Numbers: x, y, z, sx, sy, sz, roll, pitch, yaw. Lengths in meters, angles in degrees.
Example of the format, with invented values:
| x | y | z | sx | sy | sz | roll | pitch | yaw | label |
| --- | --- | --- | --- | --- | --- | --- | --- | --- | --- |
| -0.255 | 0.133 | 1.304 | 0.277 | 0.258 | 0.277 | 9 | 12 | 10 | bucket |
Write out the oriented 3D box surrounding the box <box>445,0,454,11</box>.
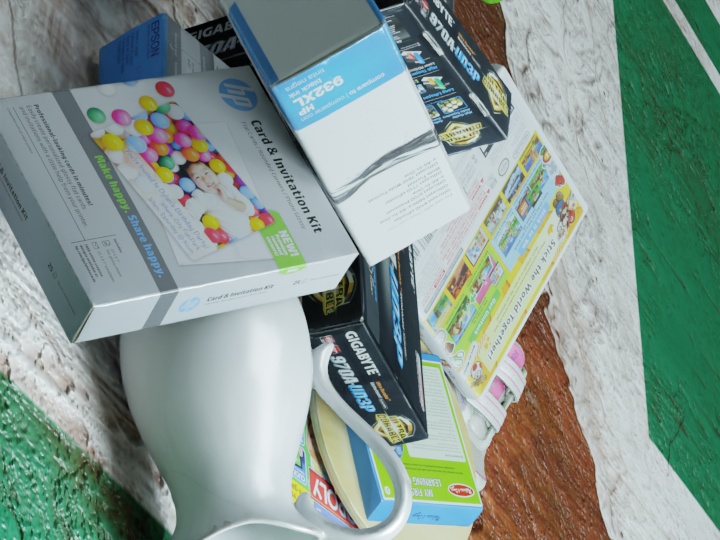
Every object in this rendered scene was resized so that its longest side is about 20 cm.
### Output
| x | y | z | sx | sy | sz | roll | pitch | yaw | label |
| --- | --- | --- | --- | --- | --- | --- | --- | --- | --- |
| -0.005 | -0.183 | 1.848 | 0.157 | 0.050 | 0.201 | 23 | 42 | -17 | box |

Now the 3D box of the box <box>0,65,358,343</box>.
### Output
| x | y | z | sx | sy | sz | roll | pitch | yaw | label |
| --- | --- | --- | --- | --- | --- | --- | --- | --- | --- |
| -0.119 | -0.044 | 1.403 | 0.199 | 0.041 | 0.157 | -10 | 60 | -39 | box |

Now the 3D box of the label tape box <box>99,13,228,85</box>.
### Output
| x | y | z | sx | sy | sz | roll | pitch | yaw | label |
| --- | --- | --- | --- | --- | --- | --- | --- | --- | --- |
| -0.093 | -0.060 | 1.573 | 0.200 | 0.066 | 0.144 | 36 | 39 | -41 | label tape box |

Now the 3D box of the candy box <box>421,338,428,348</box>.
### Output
| x | y | z | sx | sy | sz | roll | pitch | yaw | label |
| --- | --- | --- | --- | --- | --- | --- | --- | --- | --- |
| 0.007 | -0.039 | 1.848 | 0.115 | 0.055 | 0.201 | 47 | 31 | -43 | candy box |

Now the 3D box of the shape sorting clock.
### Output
| x | y | z | sx | sy | sz | roll | pitch | yaw | label |
| --- | --- | --- | --- | --- | --- | --- | --- | --- | --- |
| 0.024 | 0.123 | 1.699 | 0.200 | 0.039 | 0.201 | 39 | 37 | -37 | shape sorting clock |

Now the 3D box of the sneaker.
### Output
| x | y | z | sx | sy | sz | roll | pitch | yaw | label |
| --- | --- | --- | --- | --- | --- | --- | --- | --- | --- |
| 0.091 | 0.092 | 1.893 | 0.081 | 0.088 | 0.201 | 46 | 32 | -45 | sneaker |

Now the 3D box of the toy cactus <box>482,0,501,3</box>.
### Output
| x | y | z | sx | sy | sz | roll | pitch | yaw | label |
| --- | --- | --- | --- | --- | --- | --- | --- | --- | --- |
| 0.032 | -0.239 | 1.759 | 0.103 | 0.198 | 0.166 | -102 | -157 | -47 | toy cactus |

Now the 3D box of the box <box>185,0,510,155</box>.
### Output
| x | y | z | sx | sy | sz | roll | pitch | yaw | label |
| --- | --- | --- | --- | --- | --- | --- | --- | --- | --- |
| -0.013 | -0.133 | 1.668 | 0.159 | 0.199 | 0.046 | 48 | 38 | -42 | box |

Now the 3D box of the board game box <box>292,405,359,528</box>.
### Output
| x | y | z | sx | sy | sz | roll | pitch | yaw | label |
| --- | --- | --- | --- | --- | --- | --- | --- | --- | --- |
| -0.024 | 0.143 | 1.662 | 0.200 | 0.029 | 0.135 | 43 | 34 | -49 | board game box |

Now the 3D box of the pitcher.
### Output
| x | y | z | sx | sy | sz | roll | pitch | yaw | label |
| --- | --- | --- | --- | --- | --- | --- | --- | --- | --- |
| -0.062 | 0.086 | 1.444 | 0.121 | 0.170 | 0.202 | 105 | -22 | -66 | pitcher |

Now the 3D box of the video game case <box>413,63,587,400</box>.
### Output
| x | y | z | sx | sy | sz | roll | pitch | yaw | label |
| --- | --- | --- | --- | --- | --- | --- | --- | --- | --- |
| 0.097 | -0.029 | 1.822 | 0.201 | 0.023 | 0.182 | -59 | 137 | -23 | video game case |

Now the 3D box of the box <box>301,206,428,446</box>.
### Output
| x | y | z | sx | sy | sz | roll | pitch | yaw | label |
| --- | --- | --- | --- | --- | --- | --- | --- | --- | --- |
| 0.000 | 0.000 | 1.620 | 0.159 | 0.046 | 0.201 | 62 | 20 | -52 | box |

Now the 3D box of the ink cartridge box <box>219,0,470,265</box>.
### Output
| x | y | z | sx | sy | sz | roll | pitch | yaw | label |
| --- | --- | --- | --- | --- | --- | --- | --- | --- | --- |
| -0.017 | -0.122 | 1.483 | 0.146 | 0.083 | 0.200 | 59 | -1 | 38 | ink cartridge box |
